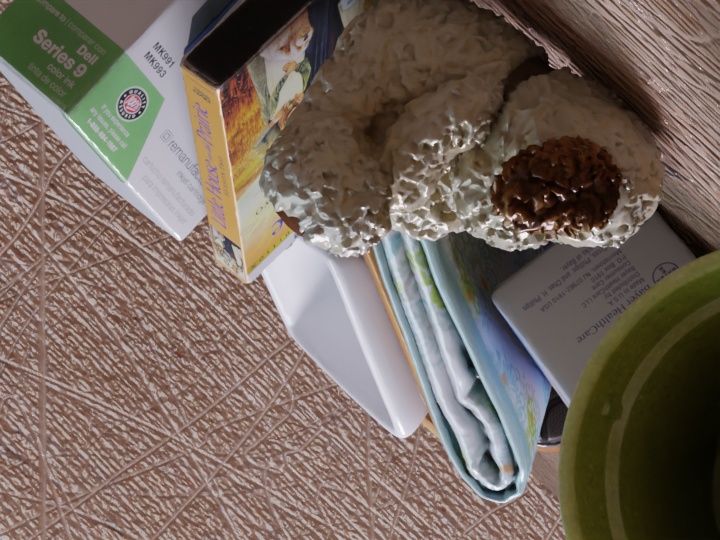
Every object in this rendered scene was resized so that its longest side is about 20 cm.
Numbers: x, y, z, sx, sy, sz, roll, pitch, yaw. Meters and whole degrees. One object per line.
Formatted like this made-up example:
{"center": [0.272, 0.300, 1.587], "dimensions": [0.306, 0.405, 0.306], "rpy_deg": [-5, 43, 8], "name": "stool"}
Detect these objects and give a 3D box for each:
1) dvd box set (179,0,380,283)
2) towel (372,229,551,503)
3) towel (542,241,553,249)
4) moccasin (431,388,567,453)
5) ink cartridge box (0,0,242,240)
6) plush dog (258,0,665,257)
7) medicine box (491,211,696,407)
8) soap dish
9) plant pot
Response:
{"center": [-0.027, -0.093, 1.423], "dimensions": [0.029, 0.146, 0.200], "rpy_deg": [38, 159, 20], "name": "dvd box set"}
{"center": [0.067, 0.005, 1.562], "dimensions": [0.171, 0.048, 0.201], "rpy_deg": [-64, -40, -55], "name": "towel"}
{"center": [0.104, 0.009, 1.732], "dimensions": [0.147, 0.024, 0.200], "rpy_deg": [36, 156, -11], "name": "towel"}
{"center": [0.060, 0.073, 1.790], "dimensions": [0.200, 0.074, 0.078], "rpy_deg": [15, 160, 28], "name": "moccasin"}
{"center": [-0.082, -0.139, 1.453], "dimensions": [0.087, 0.200, 0.145], "rpy_deg": [37, 171, 34], "name": "ink cartridge box"}
{"center": [0.069, -0.068, 1.343], "dimensions": [0.171, 0.161, 0.200], "rpy_deg": [26, -168, 16], "name": "plush dog"}
{"center": [0.186, 0.086, 1.510], "dimensions": [0.200, 0.103, 0.182], "rpy_deg": [55, -178, 34], "name": "medicine box"}
{"center": [0.000, 0.000, 1.679], "dimensions": [0.200, 0.081, 0.158], "rpy_deg": [38, 155, 58], "name": "soap dish"}
{"center": [0.205, 0.096, 1.228], "dimensions": [0.200, 0.201, 0.184], "rpy_deg": [43, -174, 17], "name": "plant pot"}
